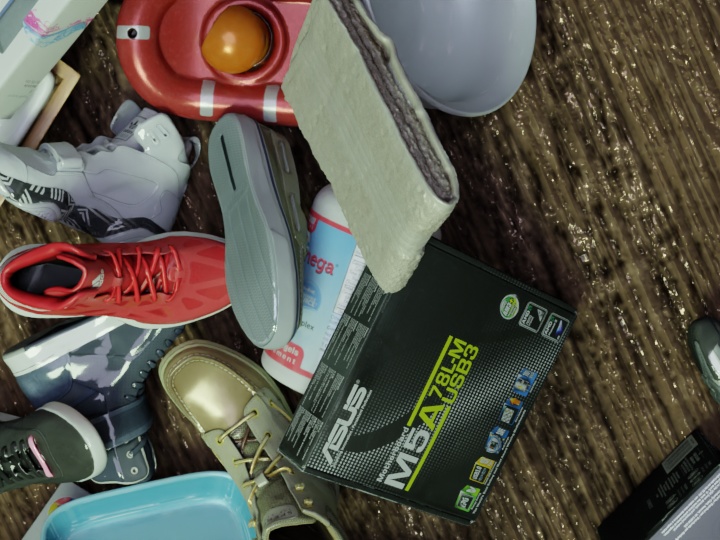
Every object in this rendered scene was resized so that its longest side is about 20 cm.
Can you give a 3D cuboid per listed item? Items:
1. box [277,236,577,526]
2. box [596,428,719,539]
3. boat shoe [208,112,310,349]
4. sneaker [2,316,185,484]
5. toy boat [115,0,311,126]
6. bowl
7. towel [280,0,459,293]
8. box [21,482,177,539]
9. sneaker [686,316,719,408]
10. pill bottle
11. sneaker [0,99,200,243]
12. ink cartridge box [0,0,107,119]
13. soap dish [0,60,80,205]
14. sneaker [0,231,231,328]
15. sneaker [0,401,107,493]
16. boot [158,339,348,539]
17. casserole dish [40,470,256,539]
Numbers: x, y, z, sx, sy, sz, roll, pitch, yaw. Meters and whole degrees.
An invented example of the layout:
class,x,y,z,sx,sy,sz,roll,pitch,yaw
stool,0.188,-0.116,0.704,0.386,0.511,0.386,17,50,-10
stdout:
class,x,y,z,sx,sy,sz,roll,pitch,yaw
box,0.056,0.084,1.230,0.192,0.047,0.201,25,93,-41
box,0.301,0.247,1.233,0.200,0.149,0.124,44,97,0
boat shoe,-0.067,-0.033,1.214,0.072,0.062,0.202,-39,54,45
sneaker,-0.173,0.089,1.302,0.201,0.077,0.147,-25,97,4
toy boat,-0.096,-0.181,1.234,0.198,0.131,0.132,4,97,5
bowl,0.040,-0.209,1.211,0.090,0.200,0.203,-10,97,44
towel,0.005,-0.096,1.127,0.034,0.133,0.201,-15,67,-25
box,-0.199,0.282,1.284,0.199,0.041,0.157,26,57,10
sneaker,0.350,0.099,1.257,0.115,0.075,0.201,-32,103,4
pill bottle,0.000,0.000,1.256,0.108,0.109,0.202,19,98,3
sneaker,-0.217,-0.090,1.255,0.199,0.075,0.116,26,89,-39
ink cartridge box,-0.269,-0.234,1.189,0.145,0.088,0.200,42,99,1
soap dish,-0.339,-0.121,1.291,0.157,0.081,0.201,34,98,1
sneaker,-0.177,0.012,1.192,0.198,0.115,0.079,-7,94,-9
sneaker,-0.284,0.158,1.258,0.199,0.099,0.071,-7,111,47
boot,-0.078,0.154,1.232,0.072,0.155,0.200,-37,114,9
casserole dish,-0.165,0.233,1.274,0.198,0.039,0.122,-11,57,-13
